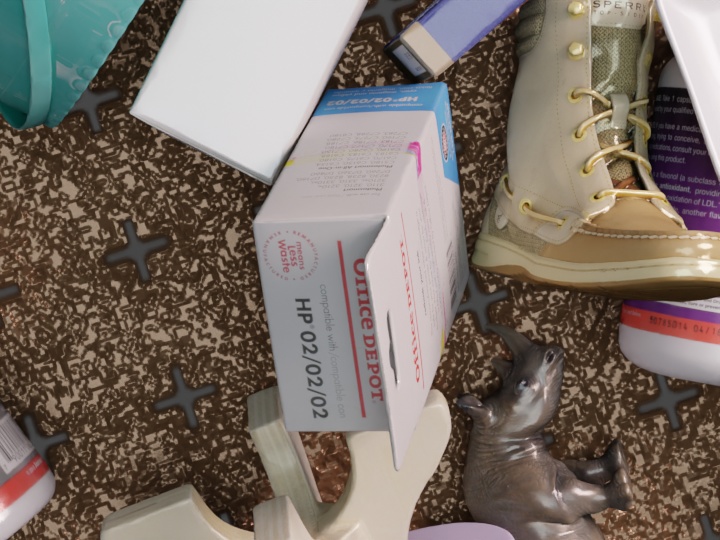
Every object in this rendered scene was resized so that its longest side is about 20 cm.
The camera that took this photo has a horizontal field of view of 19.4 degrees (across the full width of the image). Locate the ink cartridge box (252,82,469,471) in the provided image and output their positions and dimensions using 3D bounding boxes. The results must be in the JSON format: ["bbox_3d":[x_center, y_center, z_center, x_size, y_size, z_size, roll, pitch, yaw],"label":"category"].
[{"bbox_3d":[0.000,0.000,1.015,0.068,0.200,0.115,-2,116,14],"label":"ink cartridge box"}]

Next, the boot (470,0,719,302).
[{"bbox_3d":[0.126,-0.065,1.042,0.073,0.200,0.156,9,91,-22],"label":"boot"}]

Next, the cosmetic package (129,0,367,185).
[{"bbox_3d":[-0.036,-0.149,1.068,0.085,0.108,0.200,27,90,-5],"label":"cosmetic package"}]

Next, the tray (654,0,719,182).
[{"bbox_3d":[0.250,-0.119,1.019,0.200,0.022,0.107,-20,91,-3],"label":"tray"}]

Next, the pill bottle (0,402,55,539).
[{"bbox_3d":[-0.256,0.065,1.063,0.116,0.116,0.200,-36,94,-1],"label":"pill bottle"}]

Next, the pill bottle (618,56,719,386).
[{"bbox_3d":[0.202,-0.041,1.086,0.112,0.112,0.200,8,93,-4],"label":"pill bottle"}]

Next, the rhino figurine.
[{"bbox_3d":[0.102,0.122,1.116,0.087,0.060,0.200,-20,91,9],"label":"rhino figurine"}]

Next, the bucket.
[{"bbox_3d":[-0.160,-0.176,1.016,0.135,0.207,0.207,32,91,-11],"label":"bucket"}]

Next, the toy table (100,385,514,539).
[{"bbox_3d":[-0.028,0.145,1.061,0.200,0.184,0.117,-26,110,-6],"label":"toy table"}]

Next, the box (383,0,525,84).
[{"bbox_3d":[0.098,-0.171,1.067,0.200,0.121,0.032,-43,94,0],"label":"box"}]
